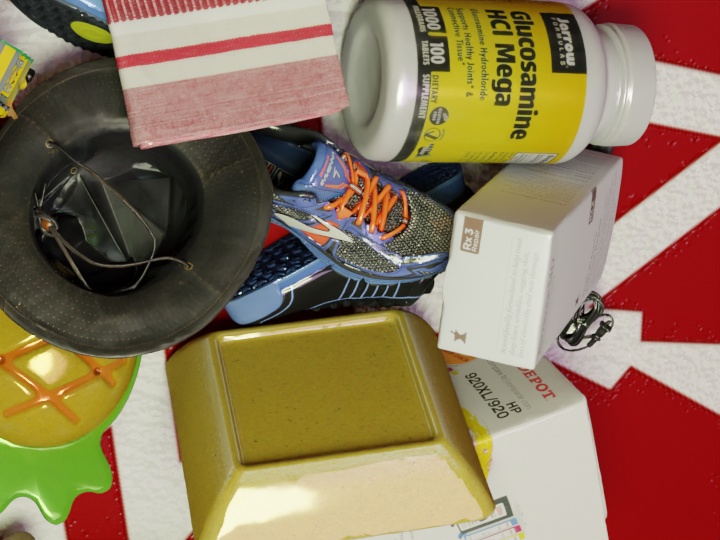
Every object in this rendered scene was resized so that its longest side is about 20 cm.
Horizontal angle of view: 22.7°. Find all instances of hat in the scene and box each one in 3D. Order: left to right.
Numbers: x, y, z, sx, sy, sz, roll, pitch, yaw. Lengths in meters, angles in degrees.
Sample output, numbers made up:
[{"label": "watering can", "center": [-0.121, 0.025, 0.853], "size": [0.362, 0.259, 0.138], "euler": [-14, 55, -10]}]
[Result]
[{"label": "hat", "center": [-0.155, -0.029, 1.142], "size": [0.200, 0.081, 0.201], "euler": [4, 69, -10]}]

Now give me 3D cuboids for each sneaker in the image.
[{"label": "sneaker", "center": [-0.131, -0.173, 1.163], "size": [0.199, 0.066, 0.079], "euler": [18, 78, -19]}, {"label": "sneaker", "center": [-0.022, -0.050, 1.194], "size": [0.199, 0.078, 0.076], "euler": [20, 70, -3]}, {"label": "sneaker", "center": [0.000, 0.000, 1.274], "size": [0.199, 0.070, 0.078], "euler": [-27, 113, -7]}]

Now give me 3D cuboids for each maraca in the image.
[{"label": "maraca", "center": [-0.213, 0.066, 1.189], "size": [0.137, 0.107, 0.201], "euler": [8, 83, -17]}]

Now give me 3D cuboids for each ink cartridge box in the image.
[{"label": "ink cartridge box", "center": [0.060, 0.153, 1.319], "size": [0.199, 0.147, 0.145], "euler": [-18, 117, -12]}]

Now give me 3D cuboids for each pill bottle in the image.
[{"label": "pill bottle", "center": [0.095, -0.129, 1.225], "size": [0.199, 0.112, 0.113], "euler": [-1, 113, -20]}]

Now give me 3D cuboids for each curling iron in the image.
[{"label": "curling iron", "center": [0.176, -0.033, 1.343], "size": [0.049, 0.026, 0.201], "euler": [11, 109, 16]}]

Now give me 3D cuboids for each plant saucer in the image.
[{"label": "plant saucer", "center": [-0.025, 0.096, 1.218], "size": [0.199, 0.200, 0.049], "euler": [-7, 130, -9]}]

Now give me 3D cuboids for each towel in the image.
[{"label": "towel", "center": [-0.095, -0.185, 1.132], "size": [0.143, 0.023, 0.201], "euler": [-12, 88, -20]}]

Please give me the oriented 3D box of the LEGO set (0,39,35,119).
[{"label": "LEGO set", "center": [-0.304, -0.114, 1.066], "size": [0.200, 0.154, 0.116], "euler": [29, 84, -33]}]

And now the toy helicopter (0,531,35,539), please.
[{"label": "toy helicopter", "center": [-0.236, 0.246, 1.295], "size": [0.199, 0.079, 0.133], "euler": [1, 117, -20]}]

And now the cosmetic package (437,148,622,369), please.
[{"label": "cosmetic package", "center": [0.120, -0.016, 1.239], "size": [0.074, 0.200, 0.102], "euler": [13, 113, 16]}]
